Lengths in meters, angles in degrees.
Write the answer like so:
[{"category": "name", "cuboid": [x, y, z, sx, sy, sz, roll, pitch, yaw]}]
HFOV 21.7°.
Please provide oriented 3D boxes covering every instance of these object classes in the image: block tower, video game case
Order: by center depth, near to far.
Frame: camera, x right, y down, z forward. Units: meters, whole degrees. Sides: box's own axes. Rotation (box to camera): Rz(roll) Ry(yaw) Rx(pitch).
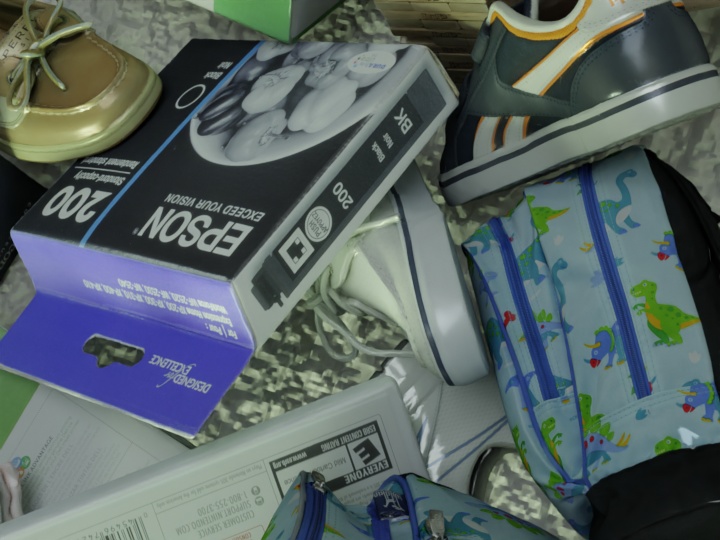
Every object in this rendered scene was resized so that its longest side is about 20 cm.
[{"category": "video game case", "cuboid": [-0.048, 0.166, 0.830, 0.198, 0.023, 0.184, -21, 100, -7]}, {"category": "block tower", "cuboid": [0.043, -0.131, 0.860, 0.057, 0.200, 0.055, 3, 76, 16]}]

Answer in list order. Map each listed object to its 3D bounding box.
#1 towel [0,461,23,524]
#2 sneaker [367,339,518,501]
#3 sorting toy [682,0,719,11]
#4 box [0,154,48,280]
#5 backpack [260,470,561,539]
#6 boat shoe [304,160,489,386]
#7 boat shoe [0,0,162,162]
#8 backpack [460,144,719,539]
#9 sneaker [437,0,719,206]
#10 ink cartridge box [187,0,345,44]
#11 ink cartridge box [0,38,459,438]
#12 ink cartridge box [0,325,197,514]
[{"category": "towel", "cuboid": [-0.218, 0.209, 0.889, 0.190, 0.032, 0.202, -22, 73, 35]}, {"category": "sneaker", "cuboid": [0.008, 0.120, 0.872, 0.087, 0.075, 0.201, 37, 88, 17]}, {"category": "sorting toy", "cuboid": [0.141, -0.204, 0.782, 0.036, 0.200, 0.187, -11, 96, -24]}, {"category": "box", "cuboid": [-0.279, -0.008, 0.920, 0.123, 0.198, 0.201, 30, 85, 19]}, {"category": "backpack", "cuboid": [0.008, 0.181, 0.727, 0.146, 0.200, 0.185, 21, 94, -8]}, {"category": "boat shoe", "cuboid": [-0.002, -0.004, 0.860, 0.085, 0.075, 0.203, -21, 35, 0]}, {"category": "boat shoe", "cuboid": [-0.186, -0.109, 0.963, 0.199, 0.063, 0.074, 15, 59, 37]}, {"category": "backpack", "cuboid": [0.123, 0.043, 0.818, 0.152, 0.163, 0.202, -13, 63, 25]}, {"category": "sneaker", "cuboid": [0.087, -0.084, 0.833, 0.078, 0.200, 0.080, -21, 89, -26]}, {"category": "ink cartridge box", "cuboid": [-0.076, -0.212, 0.944, 0.199, 0.085, 0.145, 26, 44, 21]}, {"category": "ink cartridge box", "cuboid": [-0.078, -0.027, 0.871, 0.197, 0.043, 0.201, 10, 56, 51]}, {"category": "ink cartridge box", "cuboid": [-0.146, 0.106, 0.915, 0.199, 0.059, 0.104, 28, 84, 35]}]
